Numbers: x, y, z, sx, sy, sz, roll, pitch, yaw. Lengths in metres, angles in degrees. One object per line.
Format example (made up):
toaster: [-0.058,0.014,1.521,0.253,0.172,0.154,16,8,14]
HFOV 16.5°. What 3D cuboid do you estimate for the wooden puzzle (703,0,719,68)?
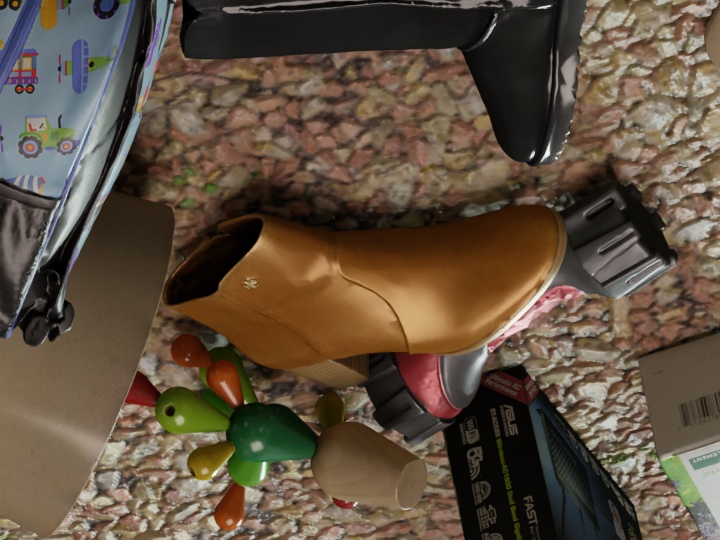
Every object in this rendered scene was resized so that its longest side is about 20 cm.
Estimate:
wooden puzzle: [0.299,-0.160,1.278,0.199,0.037,0.185,10,138,-15]

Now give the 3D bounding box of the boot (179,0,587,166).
boot: [0.008,-0.117,1.243,0.199,0.066,0.165,-5,133,-10]

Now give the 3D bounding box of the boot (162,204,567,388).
boot: [0.000,0.000,1.381,0.201,0.071,0.144,-29,140,31]

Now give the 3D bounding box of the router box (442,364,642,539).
router box: [0.125,0.174,1.557,0.062,0.150,0.200,-23,139,16]

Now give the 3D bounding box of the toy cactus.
toy cactus: [-0.040,0.108,1.457,0.164,0.103,0.200,17,167,35]

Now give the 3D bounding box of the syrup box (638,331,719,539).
syrup box: [0.246,0.126,1.577,0.078,0.082,0.200,-19,139,14]

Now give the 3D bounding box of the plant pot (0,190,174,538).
plant pot: [-0.223,0.016,1.296,0.199,0.188,0.188,22,133,-15]

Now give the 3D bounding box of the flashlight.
flashlight: [0.091,0.027,1.440,0.200,0.068,0.068,-32,162,25]

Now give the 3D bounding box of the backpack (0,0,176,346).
backpack: [-0.162,-0.096,1.156,0.134,0.183,0.201,20,121,-8]
